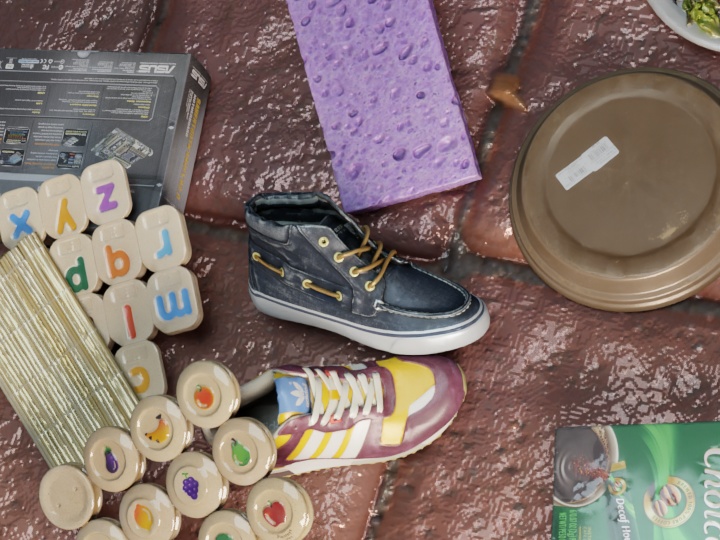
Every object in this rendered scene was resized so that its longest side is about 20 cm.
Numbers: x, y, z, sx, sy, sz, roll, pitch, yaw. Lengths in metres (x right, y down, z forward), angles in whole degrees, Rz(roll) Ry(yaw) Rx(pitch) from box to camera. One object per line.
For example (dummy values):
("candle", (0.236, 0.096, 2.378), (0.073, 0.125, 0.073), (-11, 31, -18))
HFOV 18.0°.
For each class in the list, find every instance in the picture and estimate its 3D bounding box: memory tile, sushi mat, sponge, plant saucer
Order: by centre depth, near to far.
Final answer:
("memory tile", (-0.139, 0.171, 1.679), (0.200, 0.017, 0.154), (-36, 79, 26))
("plant saucer", (0.206, -0.067, 1.716), (0.199, 0.029, 0.202), (-7, 67, 17))
("sponge", (0.015, -0.153, 1.775), (0.111, 0.030, 0.202), (-16, 86, 13))
("sushi mat", (-0.243, 0.073, 1.787), (0.096, 0.012, 0.201), (-39, 72, 15))

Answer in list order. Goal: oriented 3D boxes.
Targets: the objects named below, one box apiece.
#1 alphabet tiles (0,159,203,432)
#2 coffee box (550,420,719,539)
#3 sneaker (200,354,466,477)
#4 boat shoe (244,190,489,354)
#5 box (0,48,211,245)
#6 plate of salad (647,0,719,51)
("alphabet tiles", (-0.220, 0.020, 1.799), (0.199, 0.015, 0.197), (-16, 80, 20))
("coffee box", (0.234, 0.167, 1.598), (0.198, 0.044, 0.124), (-2, 67, 18))
("sneaker", (-0.021, 0.103, 1.685), (0.199, 0.090, 0.075), (-18, 63, 11))
("boat shoe", (0.000, 0.000, 1.710), (0.199, 0.091, 0.071), (10, 38, 23))
("box", (-0.233, -0.101, 1.866), (0.198, 0.048, 0.160), (3, 71, 20))
("plate of salad", (0.308, -0.260, 1.752), (0.198, 0.048, 0.202), (-7, 67, 16))
